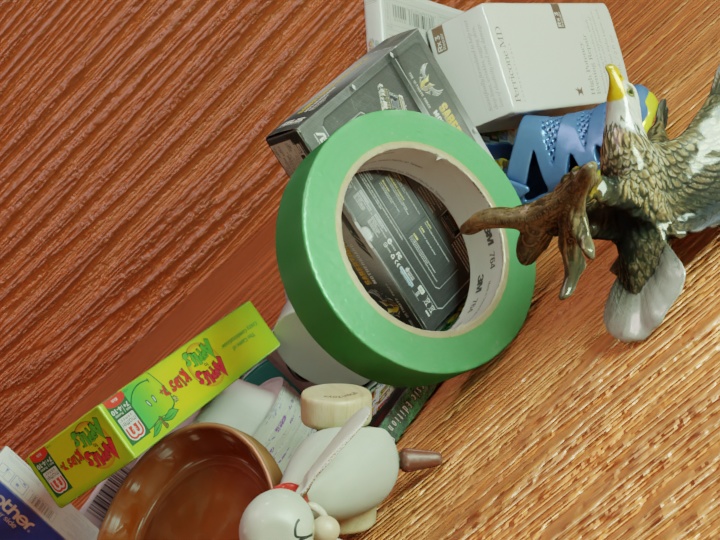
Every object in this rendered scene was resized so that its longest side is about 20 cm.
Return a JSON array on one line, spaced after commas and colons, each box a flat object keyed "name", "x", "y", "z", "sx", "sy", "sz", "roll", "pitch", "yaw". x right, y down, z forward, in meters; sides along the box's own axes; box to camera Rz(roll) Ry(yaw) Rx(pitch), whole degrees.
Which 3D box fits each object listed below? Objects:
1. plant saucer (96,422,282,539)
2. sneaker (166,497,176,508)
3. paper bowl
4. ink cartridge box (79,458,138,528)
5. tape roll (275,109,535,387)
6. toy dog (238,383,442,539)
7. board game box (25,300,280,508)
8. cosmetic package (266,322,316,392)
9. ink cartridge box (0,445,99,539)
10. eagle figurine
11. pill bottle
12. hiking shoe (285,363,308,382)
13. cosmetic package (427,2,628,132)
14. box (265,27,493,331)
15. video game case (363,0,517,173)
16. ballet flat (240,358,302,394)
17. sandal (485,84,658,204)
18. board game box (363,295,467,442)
[{"name": "plant saucer", "x": -0.119, "y": 0.209, "z": 0.861, "sx": 0.200, "sy": 0.032, "sz": 0.201, "roll": -22, "pitch": 55, "yaw": 35}, {"name": "sneaker", "x": -0.107, "y": 0.194, "z": 0.920, "sx": 0.200, "sy": 0.100, "sz": 0.075, "roll": -34, "pitch": 5, "yaw": 46}, {"name": "paper bowl", "x": -0.131, "y": 0.177, "z": 1.093, "sx": 0.201, "sy": 0.104, "sz": 0.201, "roll": -44, "pitch": 11, "yaw": 11}, {"name": "ink cartridge box", "x": -0.210, "y": 0.198, "z": 1.261, "sx": 0.163, "sy": 0.057, "sz": 0.200, "roll": -57, "pitch": -2, "yaw": -9}, {"name": "tape roll", "x": 0.036, "y": -0.017, "z": 0.896, "sx": 0.201, "sy": 0.200, "sz": 0.048, "roll": -52, "pitch": 11, "yaw": -33}, {"name": "toy dog", "x": -0.004, "y": 0.139, "z": 0.760, "sx": 0.096, "sy": 0.133, "sz": 0.200, "roll": -3, "pitch": 28, "yaw": 12}, {"name": "board game box", "x": -0.158, "y": 0.101, "z": 0.957, "sx": 0.101, "sy": 0.048, "sz": 0.200, "roll": -34, "pitch": 2, "yaw": 35}, {"name": "cosmetic package", "x": -0.011, "y": 0.031, "z": 1.242, "sx": 0.200, "sy": 0.083, "sz": 0.051, "roll": -47, "pitch": 2, "yaw": -14}, {"name": "ink cartridge box", "x": -0.271, "y": 0.255, "z": 1.061, "sx": 0.094, "sy": 0.200, "sz": 0.044, "roll": -41, "pitch": 10, "yaw": 20}, {"name": "eagle figurine", "x": 0.188, "y": -0.062, "z": 0.764, "sx": 0.199, "sy": 0.152, "sz": 0.152, "roll": -17, "pitch": 37, "yaw": -34}, {"name": "pill bottle", "x": 0.000, "y": 0.000, "z": 1.073, "sx": 0.116, "sy": 0.116, "sz": 0.200, "roll": -36, "pitch": 22, "yaw": 43}, {"name": "hiking shoe", "x": 0.021, "y": 0.043, "z": 1.165, "sx": 0.200, "sy": 0.075, "sz": 0.087, "roll": -46, "pitch": 36, "yaw": -18}, {"name": "cosmetic package", "x": 0.158, "y": -0.187, "z": 1.113, "sx": 0.074, "sy": 0.102, "sz": 0.199, "roll": -18, "pitch": -2, "yaw": 42}, {"name": "box", "x": 0.036, "y": -0.071, "z": 0.989, "sx": 0.048, "sy": 0.200, "sz": 0.158, "roll": -10, "pitch": 29, "yaw": 52}, {"name": "video game case", "x": 0.079, "y": -0.148, "z": 1.101, "sx": 0.023, "sy": 0.183, "sz": 0.199, "roll": -8, "pitch": -7, "yaw": 40}, {"name": "ballet flat", "x": -0.121, "y": 0.161, "z": 1.257, "sx": 0.200, "sy": 0.069, "sz": 0.071, "roll": -50, "pitch": -9, "yaw": -24}, {"name": "sandal", "x": 0.165, "y": -0.100, "z": 1.043, "sx": 0.200, "sy": 0.087, "sz": 0.080, "roll": -36, "pitch": 11, "yaw": 36}, {"name": "board game box", "x": 0.037, "y": 0.087, "z": 0.993, "sx": 0.200, "sy": 0.023, "sz": 0.105, "roll": -50, "pitch": 10, "yaw": -25}]
